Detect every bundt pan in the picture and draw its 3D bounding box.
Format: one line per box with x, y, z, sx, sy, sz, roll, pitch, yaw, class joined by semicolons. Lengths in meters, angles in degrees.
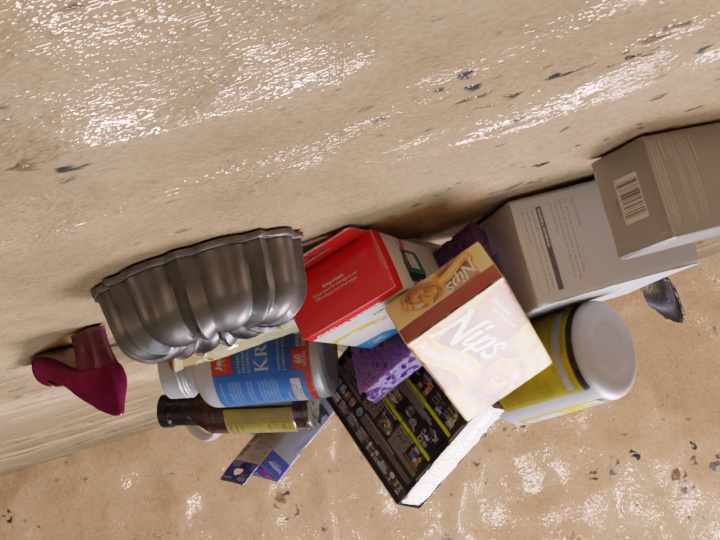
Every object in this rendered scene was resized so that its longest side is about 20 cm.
-0.137;0.030;1.159;0.199;0.077;0.202;-17;172;-2;bundt pan

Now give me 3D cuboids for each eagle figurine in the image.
0.382;-0.017;1.798;0.198;0.153;0.151;8;-164;-36;eagle figurine

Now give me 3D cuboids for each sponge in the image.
0.068;0.046;1.423;0.030;0.112;0.200;32;120;-34;sponge

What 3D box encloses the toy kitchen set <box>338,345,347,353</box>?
0.071;0.055;1.853;0.201;0.180;0.163;-56;-174;-12;toy kitchen set

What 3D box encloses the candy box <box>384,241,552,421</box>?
0.115;0.067;1.318;0.115;0.056;0.200;-35;143;2;candy box

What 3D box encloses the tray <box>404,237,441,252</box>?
0.000;0.000;1.469;0.106;0.022;0.200;-14;172;-31;tray

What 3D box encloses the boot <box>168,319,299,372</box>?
-0.130;0.051;1.340;0.154;0.074;0.200;-17;175;-1;boot

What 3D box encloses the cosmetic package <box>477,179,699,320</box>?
0.241;-0.023;1.461;0.198;0.124;0.199;-13;172;-14;cosmetic package

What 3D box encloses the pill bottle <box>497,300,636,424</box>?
0.206;0.112;1.470;0.199;0.113;0.111;-22;171;41;pill bottle

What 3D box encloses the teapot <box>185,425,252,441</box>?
-0.155;0.143;1.684;0.195;0.148;0.200;-16;174;-4;teapot

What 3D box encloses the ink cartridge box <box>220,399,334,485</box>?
-0.094;0.208;1.672;0.200;0.042;0.119;-48;-167;-19;ink cartridge box

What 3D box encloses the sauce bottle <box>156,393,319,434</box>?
-0.150;0.167;1.573;0.197;0.066;0.065;-2;176;13;sauce bottle

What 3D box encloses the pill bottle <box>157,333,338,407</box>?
-0.132;0.102;1.507;0.197;0.114;0.112;-7;175;10;pill bottle

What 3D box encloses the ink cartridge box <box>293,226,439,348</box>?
0.000;0.020;1.309;0.116;0.068;0.199;-31;162;20;ink cartridge box

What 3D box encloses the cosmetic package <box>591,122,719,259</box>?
0.341;-0.087;1.293;0.198;0.108;0.090;-10;170;-35;cosmetic package

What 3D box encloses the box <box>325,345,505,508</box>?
0.054;0.146;1.486;0.044;0.200;0.161;21;113;-48;box

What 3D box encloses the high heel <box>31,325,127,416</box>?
-0.309;0.128;1.403;0.067;0.097;0.200;-13;172;-28;high heel
